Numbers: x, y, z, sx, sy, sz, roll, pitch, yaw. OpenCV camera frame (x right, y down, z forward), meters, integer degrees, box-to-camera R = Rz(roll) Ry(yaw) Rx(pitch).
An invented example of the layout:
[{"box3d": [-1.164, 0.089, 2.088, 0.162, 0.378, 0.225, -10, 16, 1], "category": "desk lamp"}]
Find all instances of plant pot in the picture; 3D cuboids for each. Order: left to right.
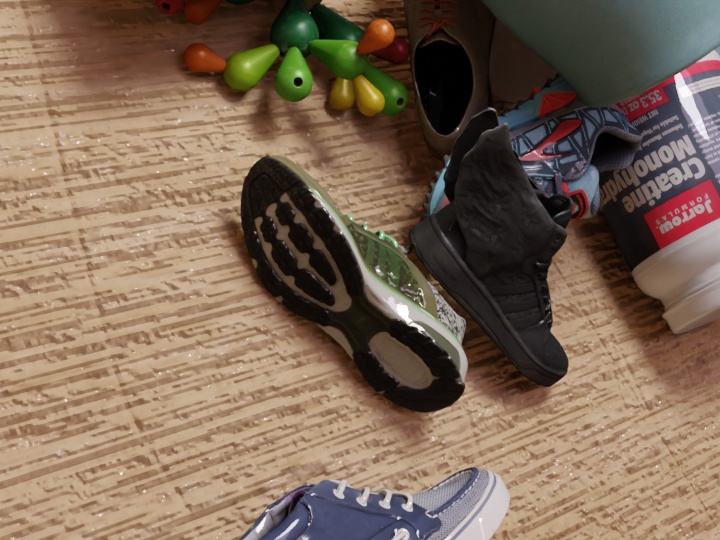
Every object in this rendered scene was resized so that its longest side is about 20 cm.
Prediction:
[{"box3d": [0.168, -0.224, 0.914, 0.188, 0.200, 0.200, 57, 44, -11], "category": "plant pot"}]

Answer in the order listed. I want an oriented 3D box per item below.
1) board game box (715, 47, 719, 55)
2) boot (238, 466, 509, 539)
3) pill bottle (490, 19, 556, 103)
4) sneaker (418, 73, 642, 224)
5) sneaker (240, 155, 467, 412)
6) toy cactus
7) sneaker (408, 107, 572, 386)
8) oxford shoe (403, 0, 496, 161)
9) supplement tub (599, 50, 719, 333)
[{"box3d": [0.353, -0.149, 1.139, 0.041, 0.200, 0.200, 20, 55, -30], "category": "board game box"}, {"box3d": [0.008, 0.149, 0.774, 0.200, 0.073, 0.091, -35, 95, -44], "category": "boot"}, {"box3d": [0.161, -0.232, 1.099, 0.106, 0.106, 0.200, 44, 46, -9], "category": "pill bottle"}, {"box3d": [0.128, -0.070, 0.955, 0.200, 0.079, 0.095, -38, 64, -25], "category": "sneaker"}, {"box3d": [0.000, 0.000, 0.870, 0.200, 0.077, 0.089, 50, 33, -12], "category": "sneaker"}, {"box3d": [-0.046, -0.187, 0.928, 0.199, 0.102, 0.166, 18, 44, -19], "category": "toy cactus"}, {"box3d": [0.111, -0.010, 0.901, 0.200, 0.104, 0.060, 45, 16, -27], "category": "sneaker"}, {"box3d": [0.066, -0.183, 0.976, 0.075, 0.070, 0.201, 27, 54, -77], "category": "oxford shoe"}, {"box3d": [0.262, -0.065, 1.057, 0.140, 0.140, 0.201, -13, 74, -42], "category": "supplement tub"}]
